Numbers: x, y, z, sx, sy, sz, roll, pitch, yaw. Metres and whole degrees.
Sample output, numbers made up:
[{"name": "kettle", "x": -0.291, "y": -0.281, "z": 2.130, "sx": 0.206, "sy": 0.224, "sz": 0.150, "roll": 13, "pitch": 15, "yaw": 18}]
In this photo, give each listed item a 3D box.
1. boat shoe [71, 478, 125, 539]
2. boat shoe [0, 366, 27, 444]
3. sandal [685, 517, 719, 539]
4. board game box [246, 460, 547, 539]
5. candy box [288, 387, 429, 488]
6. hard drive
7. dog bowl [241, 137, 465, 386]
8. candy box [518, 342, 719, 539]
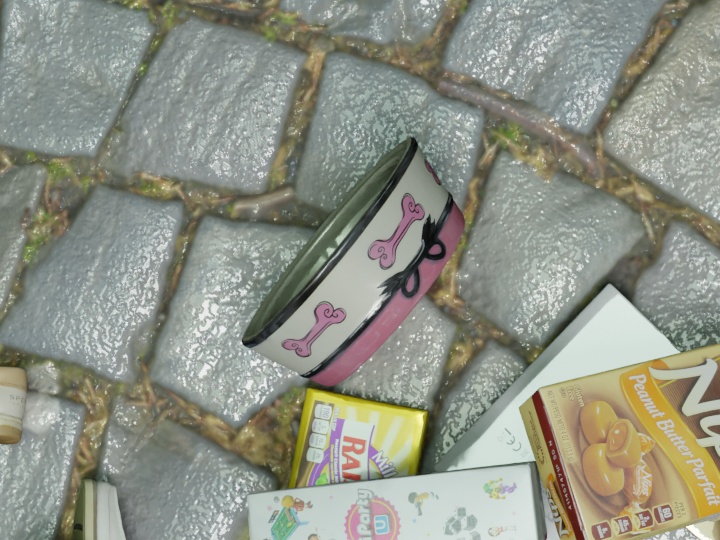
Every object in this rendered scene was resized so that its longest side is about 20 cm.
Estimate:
[{"name": "boat shoe", "x": -0.190, "y": 0.266, "z": 1.082, "sx": 0.067, "sy": 0.075, "sz": 0.203, "roll": -2, "pitch": 75, "yaw": -20}, {"name": "boat shoe", "x": -0.365, "y": 0.092, "z": 1.125, "sx": 0.197, "sy": 0.074, "sz": 0.070, "roll": 11, "pitch": 73, "yaw": 8}, {"name": "sandal", "x": 0.313, "y": 0.200, "z": 1.012, "sx": 0.211, "sy": 0.070, "sz": 0.078, "roll": 39, "pitch": 90, "yaw": 10}, {"name": "board game box", "x": 0.032, "y": 0.180, "z": 0.986, "sx": 0.197, "sy": 0.148, "sz": 0.065, "roll": -8, "pitch": 80, "yaw": 9}, {"name": "candy box", "x": -0.012, "y": 0.201, "z": 1.081, "sx": 0.101, "sy": 0.026, "sz": 0.203, "roll": 10, "pitch": 85, "yaw": 6}, {"name": "hard drive", "x": 0.171, "y": 0.129, "z": 1.057, "sx": 0.200, "sy": 0.025, "sz": 0.132, "roll": -46, "pitch": 74, "yaw": 1}, {"name": "dog bowl", "x": 0.000, "y": 0.000, "z": 1.024, "sx": 0.074, "sy": 0.200, "sz": 0.201, "roll": 40, "pitch": 90, "yaw": -8}, {"name": "candy box", "x": 0.225, "y": 0.123, "z": 0.976, "sx": 0.197, "sy": 0.055, "sz": 0.117, "roll": -12, "pitch": 73, "yaw": -15}]
